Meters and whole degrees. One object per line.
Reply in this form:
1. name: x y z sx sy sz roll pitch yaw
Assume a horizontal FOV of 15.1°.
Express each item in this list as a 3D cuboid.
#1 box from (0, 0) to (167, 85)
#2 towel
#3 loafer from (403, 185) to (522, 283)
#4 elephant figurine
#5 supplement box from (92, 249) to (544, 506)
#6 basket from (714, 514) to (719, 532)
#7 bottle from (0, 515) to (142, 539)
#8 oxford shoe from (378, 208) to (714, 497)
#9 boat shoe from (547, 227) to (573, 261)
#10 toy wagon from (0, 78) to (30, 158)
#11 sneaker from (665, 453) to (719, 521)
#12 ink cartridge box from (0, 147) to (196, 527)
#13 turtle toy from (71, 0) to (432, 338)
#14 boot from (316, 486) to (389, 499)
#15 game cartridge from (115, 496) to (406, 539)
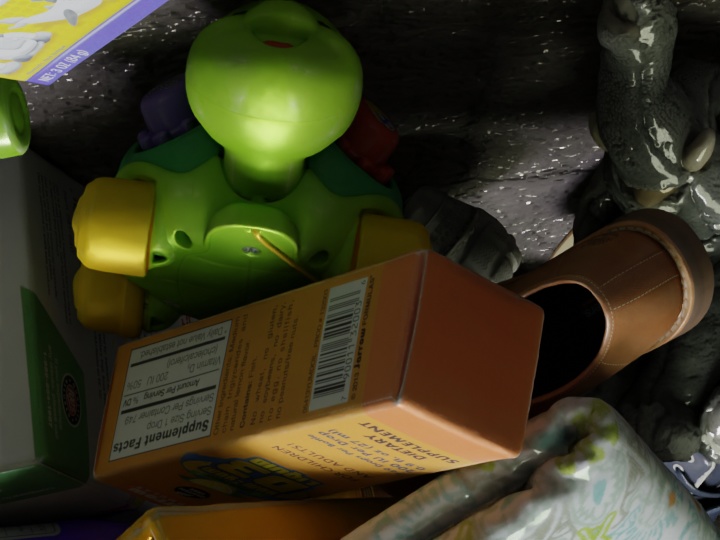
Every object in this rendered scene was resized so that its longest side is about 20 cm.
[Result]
1. box: -0.158 -0.115 0.893 0.199 0.049 0.117 9 155 -37
2. towel: 0.042 0.136 1.096 0.199 0.048 0.171 -34 154 7
3. loafer: 0.000 0.000 1.289 0.070 0.070 0.200 44 148 -15
4. elephant figurine: 0.143 -0.027 1.143 0.141 0.201 0.155 7 -169 -9
5. supplement box: -0.021 0.049 1.062 0.066 0.069 0.199 25 155 -33
6. basket: 0.262 0.098 1.465 0.199 0.199 0.161 6 154 -34
7. bottle: -0.137 0.142 1.171 0.199 0.066 0.084 -3 168 -15
8. oxford shoe: 0.052 0.042 1.087 0.071 0.072 0.200 -26 167 -44
9. boat shoe: 0.166 -0.015 1.255 0.072 0.072 0.200 -16 170 -46
10. toy wagon: -0.221 -0.067 1.023 0.154 0.040 0.200 -11 161 10
11. sneaker: 0.165 0.144 1.356 0.077 0.203 0.146 -16 165 -45
12. ink cartridge box: -0.141 0.044 1.216 0.083 0.146 0.200 -12 161 16
13. turtle toy: -0.039 -0.035 1.086 0.145 0.102 0.200 8 159 -3
14. boot: -0.046 0.107 1.435 0.187 0.200 0.069 -7 124 -14
15. game cartridge: -0.055 0.150 1.121 0.199 0.033 0.176 3 144 -44
